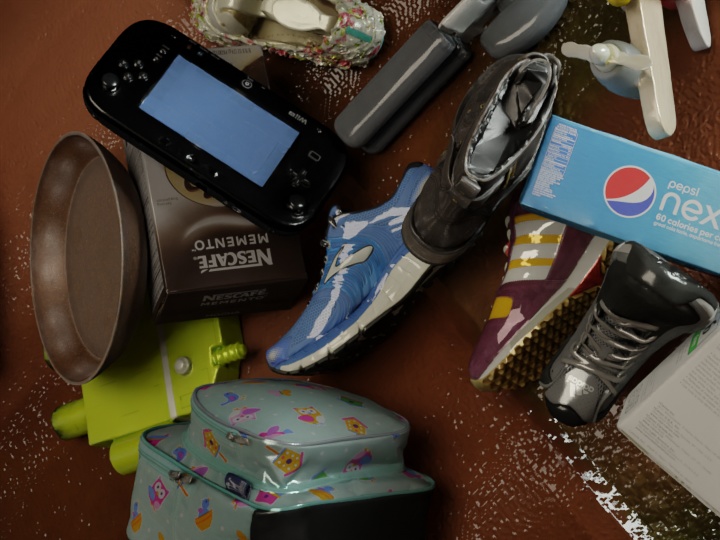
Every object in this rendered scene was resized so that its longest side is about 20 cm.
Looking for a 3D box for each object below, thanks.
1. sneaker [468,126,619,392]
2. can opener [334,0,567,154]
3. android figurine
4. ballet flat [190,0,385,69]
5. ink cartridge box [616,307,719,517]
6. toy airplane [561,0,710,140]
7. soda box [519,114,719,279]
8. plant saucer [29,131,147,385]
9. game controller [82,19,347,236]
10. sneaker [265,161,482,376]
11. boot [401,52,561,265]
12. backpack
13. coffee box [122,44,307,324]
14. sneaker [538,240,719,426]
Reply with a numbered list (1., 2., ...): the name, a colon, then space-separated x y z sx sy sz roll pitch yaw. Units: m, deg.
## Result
1. sneaker: 0.130 -0.007 1.250 0.090 0.075 0.200 41 94 29
2. can opener: 0.064 -0.159 1.330 0.200 0.053 0.066 -41 63 19
3. android figurine: -0.174 0.071 1.443 0.200 0.041 0.182 -18 71 30
4. ballet flat: -0.070 -0.209 1.418 0.200 0.064 0.076 13 89 34
5. ink cartridge box: 0.268 0.063 1.111 0.109 0.050 0.200 41 119 -2
6. toy airplane: 0.177 -0.213 1.189 0.141 0.199 0.200 -10 31 8
7. soda box: 0.208 -0.038 1.159 0.200 0.068 0.064 20 91 6
8. plant saucer: -0.214 -0.009 1.401 0.200 0.034 0.200 -1 88 60
9. game controller: -0.108 -0.109 1.331 0.200 0.042 0.104 33 64 -2
10. sneaker: 0.000 0.000 1.319 0.200 0.079 0.089 -45 75 8
11. boot: 0.101 -0.100 1.202 0.069 0.174 0.200 29 64 -1
12. backpack: -0.067 0.157 1.273 0.200 0.176 0.153 7 99 45
13. coffee box: -0.118 -0.067 1.380 0.080 0.113 0.200 124 136 -66
14. sneaker: 0.165 0.052 1.138 0.075 0.200 0.116 35 87 9
